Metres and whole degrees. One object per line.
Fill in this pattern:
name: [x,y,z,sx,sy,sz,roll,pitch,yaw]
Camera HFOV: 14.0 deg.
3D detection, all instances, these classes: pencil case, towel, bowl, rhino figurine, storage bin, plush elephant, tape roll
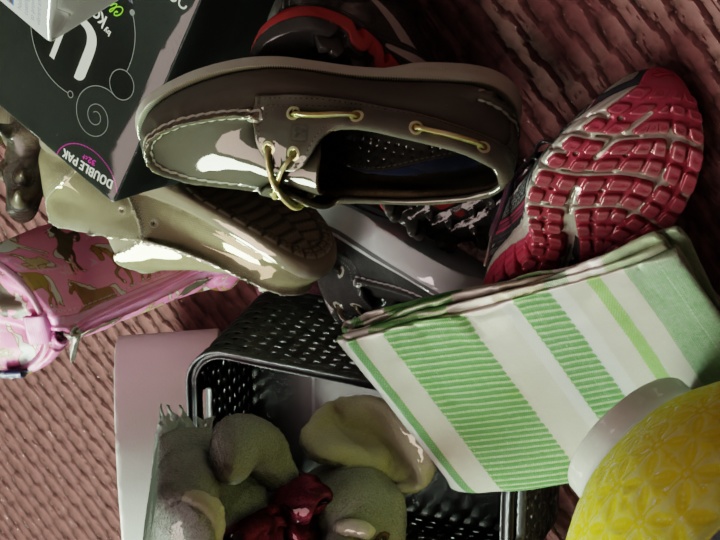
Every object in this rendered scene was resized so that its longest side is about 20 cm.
pencil case: [-0.157,0.000,1.822,0.083,0.200,0.087,-34,84,44]
towel: [0.108,0.053,1.536,0.200,0.023,0.153,-16,129,27]
bowl: [0.169,0.117,1.478,0.108,0.200,0.200,48,153,28]
rhino figurine: [-0.197,-0.092,1.811,0.060,0.200,0.088,11,119,0]
storage bin: [0.008,0.102,1.697,0.200,0.094,0.135,11,117,20]
plush elephant: [-0.041,0.148,1.603,0.155,0.200,0.165,8,120,-5]
tape roll: [-0.120,0.140,1.938,0.202,0.071,0.203,175,90,-89]

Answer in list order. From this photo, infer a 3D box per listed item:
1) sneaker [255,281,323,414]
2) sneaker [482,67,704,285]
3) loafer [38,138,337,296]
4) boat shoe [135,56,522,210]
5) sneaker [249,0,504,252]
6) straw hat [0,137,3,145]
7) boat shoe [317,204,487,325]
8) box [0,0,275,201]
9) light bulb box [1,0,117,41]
sneaker: [-0.032,0.040,1.788,0.200,0.090,0.075,59,152,-11]
sneaker: [0.110,-0.042,1.507,0.080,0.075,0.200,15,143,-16]
loafer: [-0.101,-0.028,1.676,0.200,0.076,0.068,26,116,27]
boat shoe: [-0.018,-0.066,1.500,0.201,0.060,0.072,-2,137,6]
sneaker: [0.018,-0.093,1.584,0.071,0.098,0.200,-27,128,27]
straw hat: [-0.266,-0.153,1.826,0.085,0.201,0.201,-19,107,48]
boat shoe: [0.000,0.000,1.676,0.200,0.070,0.066,26,99,48]
box: [-0.141,-0.162,1.640,0.200,0.124,0.149,39,122,23]
light bulb box: [-0.153,-0.257,1.520,0.200,0.198,0.125,40,145,21]
